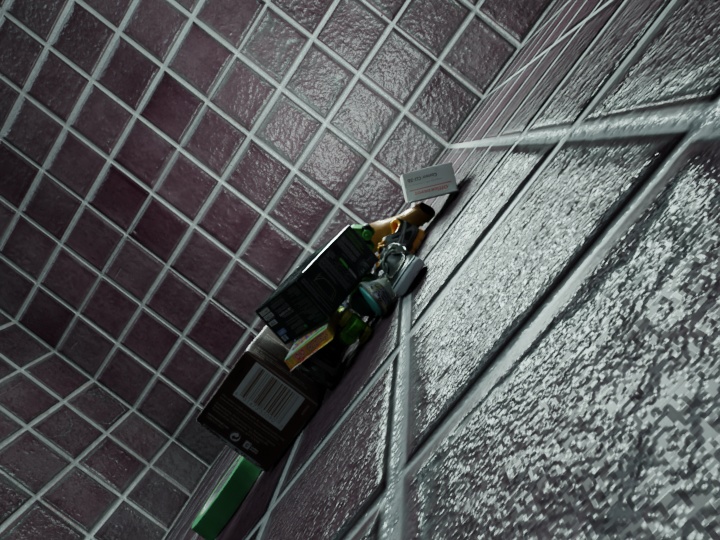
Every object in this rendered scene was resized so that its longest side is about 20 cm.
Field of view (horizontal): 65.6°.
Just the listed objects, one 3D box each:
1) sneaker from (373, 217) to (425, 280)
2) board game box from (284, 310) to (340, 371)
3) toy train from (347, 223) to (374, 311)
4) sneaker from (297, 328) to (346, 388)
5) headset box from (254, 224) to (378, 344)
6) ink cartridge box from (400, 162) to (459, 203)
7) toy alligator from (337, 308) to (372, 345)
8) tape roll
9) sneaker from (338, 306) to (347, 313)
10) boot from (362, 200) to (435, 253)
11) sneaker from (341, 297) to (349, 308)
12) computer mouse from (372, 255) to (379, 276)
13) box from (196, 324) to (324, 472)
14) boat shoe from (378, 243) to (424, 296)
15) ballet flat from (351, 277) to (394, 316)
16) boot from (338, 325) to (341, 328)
[{"bbox_3d":[0.064,-0.030,1.179,0.201,0.077,0.078,-58,7,-37],"label":"sneaker"},{"bbox_3d":[-0.085,0.123,1.029,0.095,0.030,0.200,-38,8,6],"label":"board game box"},{"bbox_3d":[0.000,0.000,1.168,0.042,0.055,0.203,-60,-27,-69],"label":"toy train"},{"bbox_3d":[-0.065,0.156,1.041,0.080,0.073,0.200,-58,2,9],"label":"sneaker"},{"bbox_3d":[-0.080,0.024,1.079,0.174,0.093,0.200,-33,13,47],"label":"headset box"},{"bbox_3d":[0.153,-0.197,1.266,0.115,0.069,0.200,-14,7,4],"label":"ink cartridge box"},{"bbox_3d":[-0.018,0.108,1.038,0.055,0.059,0.200,-53,3,-1],"label":"toy alligator"},{"bbox_3d":[-0.269,0.456,1.160,0.201,0.048,0.200,-54,3,4],"label":"tape roll"},{"bbox_3d":[-0.074,0.126,1.312,0.074,0.080,0.201,-47,-17,-30],"label":"sneaker"},{"bbox_3d":[0.080,-0.106,1.273,0.143,0.071,0.200,-33,-9,34],"label":"boot"},{"bbox_3d":[-0.016,0.039,1.395,0.078,0.075,0.202,71,-150,-43],"label":"sneaker"},{"bbox_3d":[0.062,-0.019,1.325,0.139,0.052,0.200,-53,3,6],"label":"computer mouse"},{"bbox_3d":[-0.175,0.233,1.065,0.165,0.165,0.200,-53,2,9],"label":"box"},{"bbox_3d":[0.062,-0.007,0.977,0.072,0.071,0.200,-53,3,4],"label":"boat shoe"},{"bbox_3d":[0.028,0.043,1.025,0.072,0.072,0.200,-54,4,-12],"label":"ballet flat"},{"bbox_3d":[-0.124,0.196,1.202,0.186,0.069,0.200,4,-42,-42],"label":"boot"}]
